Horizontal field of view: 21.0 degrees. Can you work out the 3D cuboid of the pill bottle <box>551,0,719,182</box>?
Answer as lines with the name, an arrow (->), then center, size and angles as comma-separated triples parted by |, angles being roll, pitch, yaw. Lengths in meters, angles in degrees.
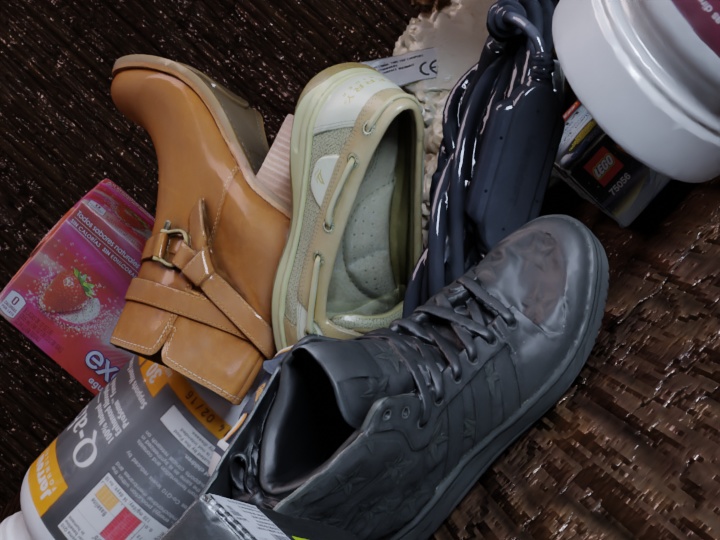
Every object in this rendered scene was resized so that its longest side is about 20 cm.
pill bottle -> 0.171, -0.128, 0.721 | 0.200, 0.114, 0.114 | -42, 8, 37

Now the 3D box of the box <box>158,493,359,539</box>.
box -> -0.075, 0.160, 0.622 | 0.193, 0.047, 0.200 | -49, -16, -1

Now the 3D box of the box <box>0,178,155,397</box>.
box -> -0.129, 0.043, 1.268 | 0.096, 0.200, 0.100 | -47, 6, 10

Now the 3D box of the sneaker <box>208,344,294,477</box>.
sneaker -> -0.021, 0.076, 0.889 | 0.080, 0.078, 0.200 | -60, 6, -3

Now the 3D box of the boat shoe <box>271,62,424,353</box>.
boat shoe -> 0.002, -0.001, 0.978 | 0.073, 0.202, 0.063 | -9, 26, -30

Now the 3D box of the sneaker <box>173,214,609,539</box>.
sneaker -> 0.013, 0.049, 0.740 | 0.200, 0.060, 0.104 | -53, -37, -1

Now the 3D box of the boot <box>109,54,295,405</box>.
boot -> -0.098, -0.027, 1.064 | 0.200, 0.074, 0.155 | 27, 89, 41

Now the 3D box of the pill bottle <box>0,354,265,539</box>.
pill bottle -> -0.125, 0.126, 1.131 | 0.200, 0.116, 0.116 | -46, 7, 14

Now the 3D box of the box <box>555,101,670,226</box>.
box -> 0.168, -0.112, 0.907 | 0.200, 0.040, 0.137 | -47, 6, 4

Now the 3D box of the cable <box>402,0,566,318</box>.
cable -> 0.049, -0.033, 0.903 | 0.163, 0.051, 0.201 | -100, 23, -75

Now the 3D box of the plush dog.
plush dog -> 0.077, -0.091, 1.093 | 0.200, 0.160, 0.172 | -47, -20, -11
